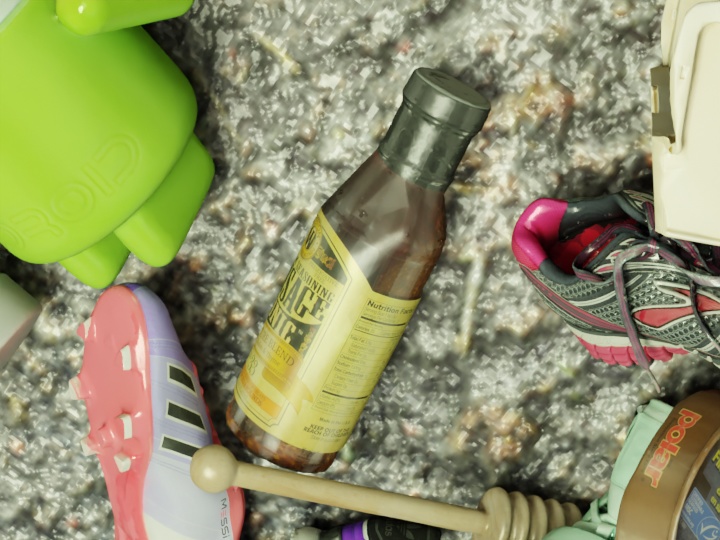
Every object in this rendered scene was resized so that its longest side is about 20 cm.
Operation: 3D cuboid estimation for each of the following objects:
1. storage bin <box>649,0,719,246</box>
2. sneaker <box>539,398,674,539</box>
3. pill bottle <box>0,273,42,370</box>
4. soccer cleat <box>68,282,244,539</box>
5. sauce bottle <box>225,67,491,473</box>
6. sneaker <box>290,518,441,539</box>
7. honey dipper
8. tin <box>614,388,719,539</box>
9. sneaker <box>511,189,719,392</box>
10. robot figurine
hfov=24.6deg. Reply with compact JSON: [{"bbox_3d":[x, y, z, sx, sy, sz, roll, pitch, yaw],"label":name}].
[{"bbox_3d":[0.214,-0.077,0.655,0.196,0.200,0.095,-3,104,10],"label":"storage bin"},{"bbox_3d":[0.105,0.118,0.756,0.073,0.199,0.120,19,110,45],"label":"sneaker"},{"bbox_3d":[-0.258,-0.011,0.797,0.199,0.120,0.120,39,108,-3],"label":"pill bottle"},{"bbox_3d":[-0.093,0.092,0.816,0.066,0.076,0.202,27,128,48],"label":"soccer cleat"},{"bbox_3d":[0.000,0.000,0.788,0.066,0.066,0.201,26,107,1],"label":"sauce bottle"},{"bbox_3d":[0.033,0.218,0.843,0.098,0.070,0.202,-13,106,7],"label":"sneaker"},{"bbox_3d":[0.013,0.110,0.794,0.198,0.038,0.038,15,110,-18],"label":"honey dipper"},{"bbox_3d":[0.179,0.134,0.753,0.112,0.042,0.200,-51,130,-16],"label":"tin"},{"bbox_3d":[0.145,0.002,0.700,0.075,0.081,0.199,40,154,-30],"label":"sneaker"},{"bbox_3d":[-0.154,-0.085,0.743,0.174,0.116,0.200,-17,127,40],"label":"robot figurine"}]
